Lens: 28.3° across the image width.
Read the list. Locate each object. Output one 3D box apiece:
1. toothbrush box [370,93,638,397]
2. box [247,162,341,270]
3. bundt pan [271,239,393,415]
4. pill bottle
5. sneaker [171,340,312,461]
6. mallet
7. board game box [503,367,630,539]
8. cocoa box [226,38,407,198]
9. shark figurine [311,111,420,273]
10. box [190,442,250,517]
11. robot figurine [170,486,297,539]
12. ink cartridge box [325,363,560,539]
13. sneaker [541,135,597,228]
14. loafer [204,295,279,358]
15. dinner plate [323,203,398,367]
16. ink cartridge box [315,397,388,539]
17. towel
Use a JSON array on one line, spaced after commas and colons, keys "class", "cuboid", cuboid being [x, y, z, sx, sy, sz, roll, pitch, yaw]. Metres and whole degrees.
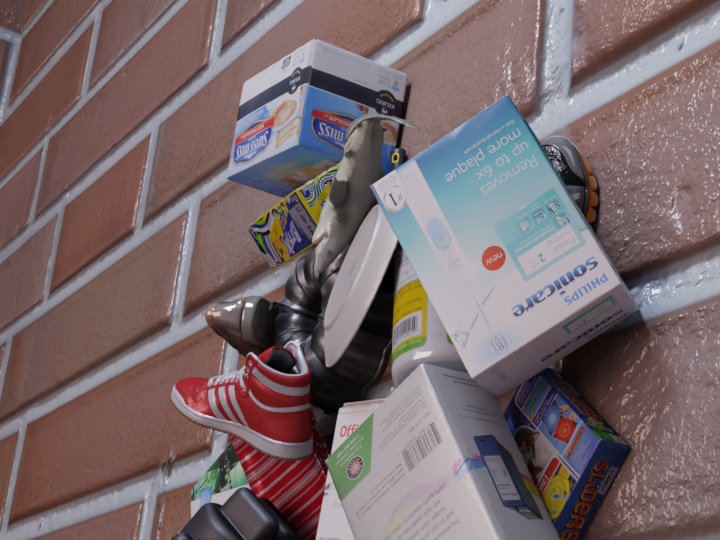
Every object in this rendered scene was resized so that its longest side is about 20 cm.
[{"class": "toothbrush box", "cuboid": [0.120, -0.019, 1.209, 0.145, 0.085, 0.202, -32, 66, 11]}, {"class": "box", "cuboid": [-0.064, -0.060, 1.669, 0.065, 0.070, 0.200, 59, 157, -2]}, {"class": "bundt pan", "cuboid": [-0.037, 0.056, 1.600, 0.202, 0.075, 0.205, -39, 43, 48]}, {"class": "pill bottle", "cuboid": [0.086, 0.014, 1.353, 0.111, 0.110, 0.203, -35, 45, 49]}, {"class": "sneaker", "cuboid": [-0.125, 0.119, 1.530, 0.198, 0.071, 0.114, 18, 112, 37]}, {"class": "mallet", "cuboid": [0.031, -0.055, 1.563, 0.065, 0.041, 0.202, -22, 43, 16]}, {"class": "board game box", "cuboid": [0.140, 0.198, 1.223, 0.202, 0.034, 0.136, -64, 28, 15]}, {"class": "cocoa box", "cuboid": [-0.055, -0.168, 1.701, 0.199, 0.132, 0.133, -15, 61, 59]}, {"class": "shark figurine", "cuboid": [0.016, -0.104, 1.501, 0.129, 0.088, 0.216, -74, 5, -48]}, {"class": "box", "cuboid": [-0.144, 0.274, 1.712, 0.200, 0.036, 0.146, -49, 35, 35]}, {"class": "robot figurine", "cuboid": [-0.160, 0.330, 1.528, 0.201, 0.150, 0.125, -49, 14, 0]}, {"class": "ink cartridge box", "cuboid": [0.070, 0.205, 1.187, 0.145, 0.087, 0.202, -47, 47, 29]}, {"class": "sneaker", "cuboid": [0.157, -0.030, 1.286, 0.078, 0.076, 0.203, -19, 56, 59]}, {"class": "loafer", "cuboid": [-0.130, 0.065, 1.671, 0.200, 0.062, 0.073, 61, -145, -75]}, {"class": "dinner plate", "cuboid": [0.000, 0.000, 1.426, 0.200, 0.024, 0.203, -157, 89, -82]}, {"class": "ink cartridge box", "cuboid": [0.028, 0.230, 1.364, 0.145, 0.084, 0.203, -14, 64, 58]}, {"class": "towel", "cuboid": [-0.086, 0.209, 1.567, 0.144, 0.022, 0.202, -42, 64, 42]}]
